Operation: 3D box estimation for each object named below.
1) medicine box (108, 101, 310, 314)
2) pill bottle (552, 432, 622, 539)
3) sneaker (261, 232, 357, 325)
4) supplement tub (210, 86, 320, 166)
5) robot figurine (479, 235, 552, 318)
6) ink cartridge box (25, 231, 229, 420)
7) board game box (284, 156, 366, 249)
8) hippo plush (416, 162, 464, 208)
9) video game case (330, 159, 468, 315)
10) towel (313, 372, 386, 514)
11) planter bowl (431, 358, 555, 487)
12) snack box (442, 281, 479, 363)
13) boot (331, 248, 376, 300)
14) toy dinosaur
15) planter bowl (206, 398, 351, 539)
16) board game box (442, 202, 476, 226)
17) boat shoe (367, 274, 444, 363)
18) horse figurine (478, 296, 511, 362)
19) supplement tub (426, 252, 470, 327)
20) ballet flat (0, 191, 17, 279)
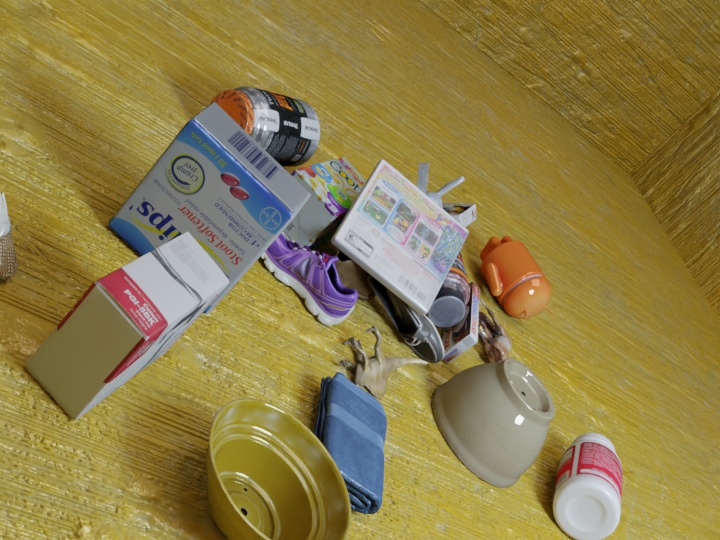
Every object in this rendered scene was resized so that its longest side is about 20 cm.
[{"bbox_3d":[-0.200,-0.082,1.314,0.182,0.200,0.103,42,22,-6],"label":"medicine box"},{"bbox_3d":[0.393,0.363,1.690,0.112,0.112,0.200,44,25,-2],"label":"pill bottle"},{"bbox_3d":[-0.080,-0.010,1.539,0.200,0.083,0.081,44,24,-1],"label":"sneaker"},{"bbox_3d":[-0.169,-0.250,1.713,0.123,0.123,0.199,55,26,20],"label":"supplement tub"},{"bbox_3d":[0.332,0.019,2.115,0.202,0.116,0.144,60,7,30],"label":"robot figurine"},{"bbox_3d":[-0.251,0.056,1.091,0.083,0.147,0.200,46,25,1],"label":"ink cartridge box"},{"bbox_3d":[-0.066,-0.114,1.694,0.105,0.103,0.200,48,25,6],"label":"board game box"},{"bbox_3d":[0.069,-0.076,1.755,0.156,0.161,0.204,19,71,-11],"label":"hippo plush"},{"bbox_3d":[0.069,-0.056,1.630,0.199,0.024,0.184,38,59,-11],"label":"video game case"},{"bbox_3d":[-0.014,0.231,1.321,0.111,0.049,0.201,38,25,-17],"label":"towel"},{"bbox_3d":[0.233,0.231,1.611,0.199,0.135,0.202,36,26,-21],"label":"planter bowl"},{"bbox_3d":[0.185,0.093,1.816,0.024,0.072,0.201,44,24,-14],"label":"snack box"},{"bbox_3d":[0.000,0.000,1.663,0.074,0.076,0.199,52,24,20],"label":"boot"},{"bbox_3d":[0.020,0.144,1.522,0.199,0.058,0.103,-21,84,-56],"label":"toy dinosaur"},{"bbox_3d":[-0.110,0.249,1.097,0.199,0.083,0.202,36,27,-21],"label":"planter bowl"},{"bbox_3d":[0.113,-0.105,1.896,0.126,0.196,0.035,-33,124,-65],"label":"board game box"},{"bbox_3d":[0.072,0.078,1.658,0.057,0.066,0.203,-36,101,-40],"label":"boat shoe"},{"bbox_3d":[0.252,0.133,1.882,0.133,0.049,0.201,53,16,-15],"label":"horse figurine"},{"bbox_3d":[0.147,0.016,1.833,0.106,0.107,0.202,32,28,-26],"label":"supplement tub"},{"bbox_3d":[-0.437,-0.083,1.102,0.201,0.065,0.070,52,25,11],"label":"ballet flat"}]
